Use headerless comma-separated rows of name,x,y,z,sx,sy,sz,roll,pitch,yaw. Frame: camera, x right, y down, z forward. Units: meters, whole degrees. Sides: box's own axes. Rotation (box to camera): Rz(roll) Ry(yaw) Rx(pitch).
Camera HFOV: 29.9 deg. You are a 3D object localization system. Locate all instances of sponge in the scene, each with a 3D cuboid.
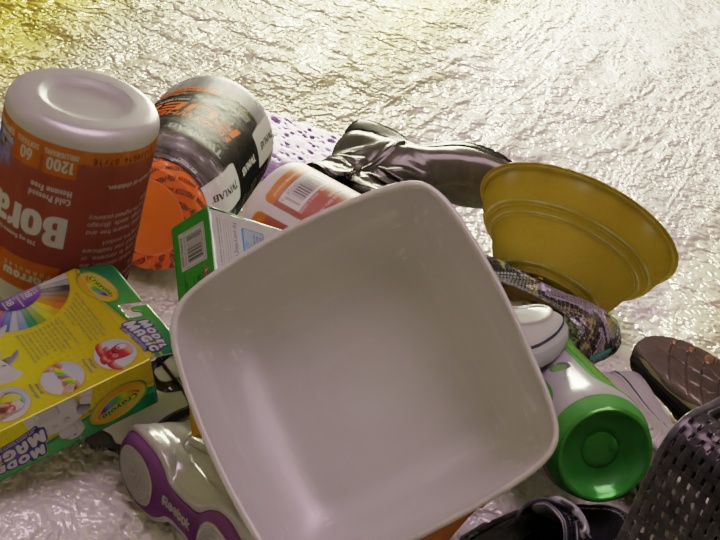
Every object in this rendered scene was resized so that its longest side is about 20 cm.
sponge,-0.035,-0.108,1.401,0.198,0.030,0.112,19,30,-1

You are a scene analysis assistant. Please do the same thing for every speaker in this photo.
speaker,0.156,0.104,1.044,0.088,0.089,0.200,10,13,-13

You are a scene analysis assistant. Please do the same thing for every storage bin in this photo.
storage bin,0.235,0.184,0.873,0.135,0.201,0.094,-15,43,-44

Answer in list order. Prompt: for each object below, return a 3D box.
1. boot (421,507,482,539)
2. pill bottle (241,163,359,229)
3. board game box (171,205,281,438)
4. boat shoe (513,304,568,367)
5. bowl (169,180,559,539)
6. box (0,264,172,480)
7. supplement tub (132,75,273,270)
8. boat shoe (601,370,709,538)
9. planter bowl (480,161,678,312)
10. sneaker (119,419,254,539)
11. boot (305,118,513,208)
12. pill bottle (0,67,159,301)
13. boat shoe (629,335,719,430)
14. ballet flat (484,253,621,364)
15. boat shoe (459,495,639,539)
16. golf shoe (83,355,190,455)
boot,0.053,0.154,0.867,0.077,0.155,0.200,54,17,-9
pill bottle,0.000,0.000,1.137,0.199,0.113,0.112,30,31,19
board game box,-0.040,0.052,0.957,0.199,0.040,0.154,18,56,-46
boat shoe,0.084,0.041,0.990,0.073,0.067,0.199,10,17,43
bowl,0.002,0.068,0.823,0.201,0.199,0.075,64,0,12
box,-0.228,0.072,0.908,0.199,0.049,0.117,-27,48,-24
supplement tub,-0.157,-0.087,1.202,0.122,0.123,0.200,19,29,2
boat shoe,0.220,0.142,1.075,0.065,0.072,0.200,3,31,-16
planter bowl,0.186,-0.008,1.252,0.199,0.201,0.084,24,68,11
sneaker,-0.074,0.157,0.878,0.099,0.075,0.200,-9,38,-38
boot,0.050,-0.081,1.320,0.198,0.068,0.131,15,32,12
pill bottle,-0.220,-0.038,1.003,0.111,0.201,0.112,13,29,-7
boat shoe,0.298,0.136,1.127,0.074,0.074,0.200,-18,51,-42
ballet flat,0.132,0.035,1.196,0.199,0.073,0.072,23,28,32
boat shoe,0.132,0.191,0.942,0.199,0.068,0.072,-8,38,-38
golf shoe,-0.123,0.072,0.981,0.199,0.095,0.078,-10,40,-38
